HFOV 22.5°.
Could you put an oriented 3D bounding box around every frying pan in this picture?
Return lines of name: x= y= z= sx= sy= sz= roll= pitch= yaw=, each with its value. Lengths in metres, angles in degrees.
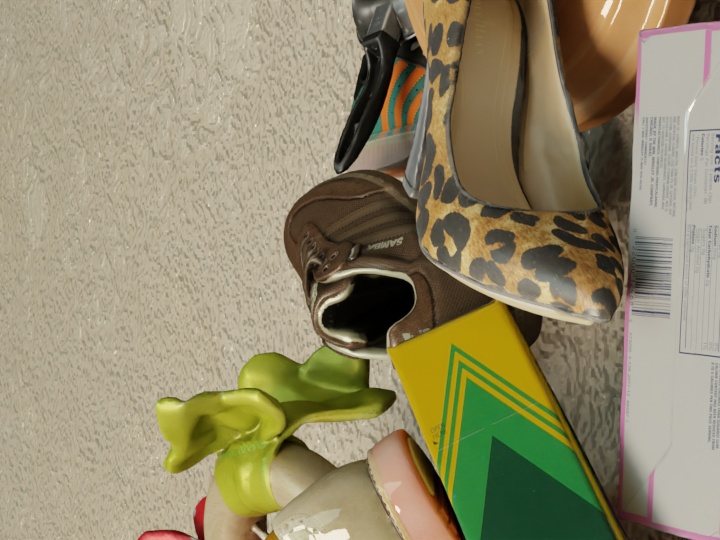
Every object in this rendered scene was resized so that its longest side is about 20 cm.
frying pan: x=0.014 y=-0.137 z=0.962 sx=0.190 sy=0.031 sz=0.115 roll=-52 pitch=26 yaw=-11

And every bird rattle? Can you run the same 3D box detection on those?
bird rattle: x=-0.043 y=0.139 z=0.850 sx=0.163 sy=0.112 sz=0.201 roll=41 pitch=127 yaw=35

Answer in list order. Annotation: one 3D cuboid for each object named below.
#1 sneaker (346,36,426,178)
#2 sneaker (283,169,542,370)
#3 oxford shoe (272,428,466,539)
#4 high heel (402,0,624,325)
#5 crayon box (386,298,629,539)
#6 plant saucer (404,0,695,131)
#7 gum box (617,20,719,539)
sneaker: x=0.046 y=-0.098 z=0.958 sx=0.200 sy=0.071 sz=0.080 roll=-9 pitch=84 yaw=61
sneaker: x=0.000 y=0.000 z=0.840 sx=0.200 sy=0.075 sz=0.071 roll=19 pitch=122 yaw=58
oxford shoe: x=0.032 y=0.163 z=0.760 sx=0.201 sy=0.074 sz=0.071 roll=63 pitch=-175 yaw=-14
high heel: x=0.067 y=-0.070 z=0.726 sx=0.200 sy=0.071 sz=0.143 roll=-128 pitch=46 yaw=-61
crayon box: x=0.091 y=0.134 z=0.759 sx=0.173 sy=0.058 sz=0.200 roll=66 pitch=-175 yaw=37
plant saucer: x=0.076 y=-0.161 z=0.817 sx=0.200 sy=0.032 sz=0.201 roll=12 pitch=105 yaw=53
gum box: x=0.166 y=-0.001 z=0.693 sx=0.066 sy=0.113 sz=0.201 roll=6 pitch=94 yaw=60
